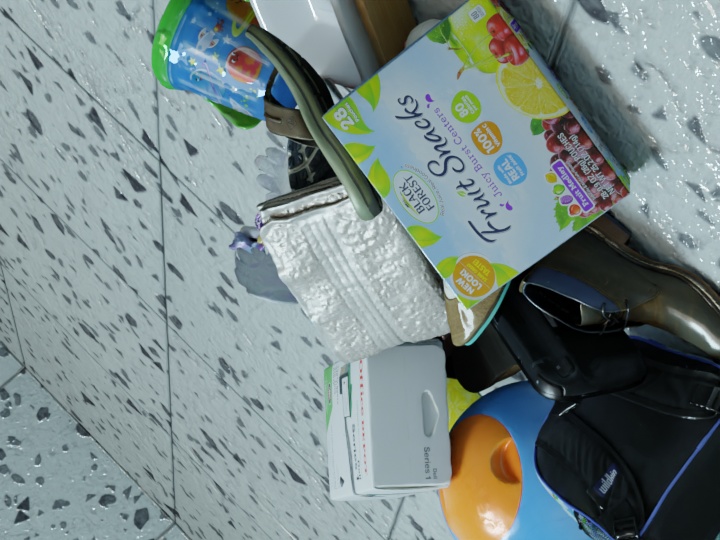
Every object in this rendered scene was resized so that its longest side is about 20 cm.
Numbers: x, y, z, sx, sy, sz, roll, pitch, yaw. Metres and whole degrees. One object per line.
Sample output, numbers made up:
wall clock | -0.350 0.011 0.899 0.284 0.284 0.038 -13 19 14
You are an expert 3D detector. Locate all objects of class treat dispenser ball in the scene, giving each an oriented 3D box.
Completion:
treat dispenser ball | 0.176 0.211 1.574 0.200 0.201 0.202 39 156 22

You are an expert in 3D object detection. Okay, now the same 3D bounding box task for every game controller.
game controller | 0.172 0.047 1.384 0.200 0.103 0.043 -119 32 -53

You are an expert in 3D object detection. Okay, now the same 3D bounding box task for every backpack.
backpack | 0.258 0.165 1.382 0.147 0.184 0.200 37 175 -31

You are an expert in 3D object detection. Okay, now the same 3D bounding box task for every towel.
towel | 0.000 0.000 1.424 0.131 0.035 0.201 -17 127 22

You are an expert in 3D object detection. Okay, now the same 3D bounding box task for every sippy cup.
sippy cup | -0.115 -0.215 1.547 0.130 0.141 0.178 31 -175 15

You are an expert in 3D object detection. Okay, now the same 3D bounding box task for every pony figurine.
pony figurine | -0.066 -0.025 1.752 0.192 0.168 0.199 23 164 -25

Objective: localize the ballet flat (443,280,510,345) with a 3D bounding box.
ballet flat | 0.112 -0.027 1.356 0.072 0.201 0.068 24 -154 -21

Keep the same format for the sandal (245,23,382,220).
sandal | -0.049 -0.124 1.325 0.202 0.057 0.080 61 -167 15

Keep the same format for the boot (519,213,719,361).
boot | 0.230 0.036 1.334 0.199 0.097 0.075 38 155 25

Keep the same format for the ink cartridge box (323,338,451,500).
ink cartridge box | 0.024 0.156 1.606 0.200 0.083 0.148 137 130 -73

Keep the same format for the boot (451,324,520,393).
boot | 0.170 0.057 1.534 0.200 0.075 0.074 -36 75 53

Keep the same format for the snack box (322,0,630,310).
snack box | 0.095 -0.099 1.277 0.201 0.168 0.068 53 -163 -5

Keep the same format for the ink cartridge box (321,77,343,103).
ink cartridge box | 0.018 -0.113 1.454 0.175 0.043 0.200 58 175 -11

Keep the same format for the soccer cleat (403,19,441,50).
soccer cleat | 0.093 -0.122 1.367 0.201 0.069 0.078 64 171 -24

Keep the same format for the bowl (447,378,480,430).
bowl | 0.067 0.193 1.866 0.200 0.108 0.201 39 155 22

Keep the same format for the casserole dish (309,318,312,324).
casserole dish | 0.014 0.015 1.621 0.039 0.120 0.200 64 -162 14

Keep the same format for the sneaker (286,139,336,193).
sneaker | -0.017 -0.060 1.465 0.201 0.077 0.086 59 177 -29

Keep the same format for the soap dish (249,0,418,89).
soap dish | -0.036 -0.262 1.376 0.157 0.081 0.201 24 147 46

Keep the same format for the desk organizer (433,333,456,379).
desk organizer | 0.086 0.061 1.637 0.072 0.077 0.200 41 162 18
